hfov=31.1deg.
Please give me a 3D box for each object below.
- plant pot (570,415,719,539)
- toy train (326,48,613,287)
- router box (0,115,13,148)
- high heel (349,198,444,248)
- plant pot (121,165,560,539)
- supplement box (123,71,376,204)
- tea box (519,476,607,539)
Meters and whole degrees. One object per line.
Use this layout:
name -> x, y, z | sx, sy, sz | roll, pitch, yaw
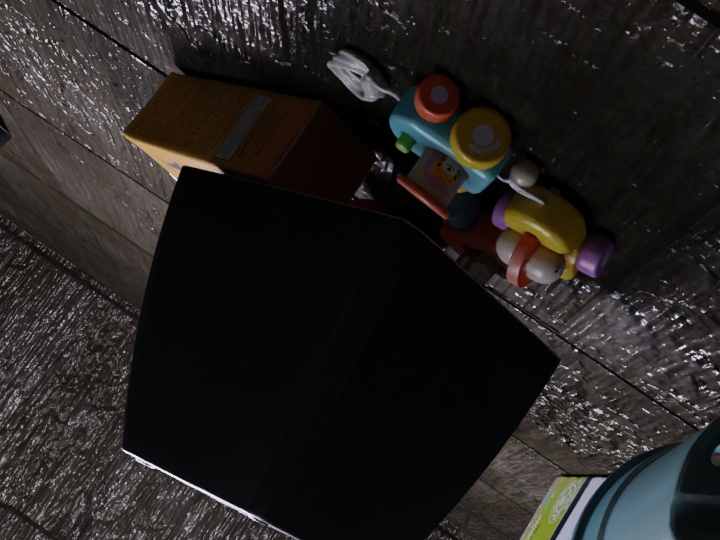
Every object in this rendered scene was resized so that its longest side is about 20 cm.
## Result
plant pot -> 0.234, 0.172, 0.759 | 0.199, 0.201, 0.196 | 32, 161, 12
toy train -> 0.054, -0.035, 0.723 | 0.150, 0.056, 0.200 | 21, 162, 49
router box -> -0.355, -0.182, 0.969 | 0.201, 0.062, 0.150 | 55, 180, 33
high heel -> 0.000, 0.000, 0.986 | 0.095, 0.068, 0.200 | 24, 153, 0
plant pot -> -0.030, 0.072, 0.803 | 0.199, 0.179, 0.199 | 17, 165, 41
supplement box -> -0.080, -0.084, 0.878 | 0.199, 0.069, 0.066 | 18, 161, 50
tea box -> 0.234, 0.334, 1.350 | 0.133, 0.201, 0.197 | 34, 168, -1
